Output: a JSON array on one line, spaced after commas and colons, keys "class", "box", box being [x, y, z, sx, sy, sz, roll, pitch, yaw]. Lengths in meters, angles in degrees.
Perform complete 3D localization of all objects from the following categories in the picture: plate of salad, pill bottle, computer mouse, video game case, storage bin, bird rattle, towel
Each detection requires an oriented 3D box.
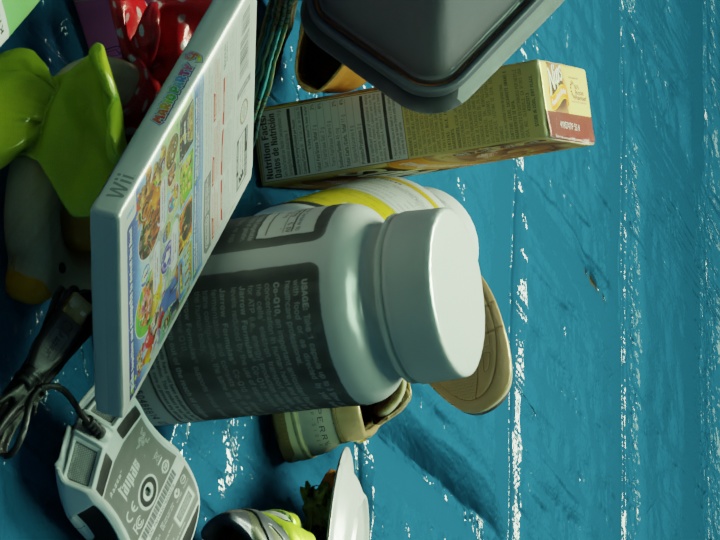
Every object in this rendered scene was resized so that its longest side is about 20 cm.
[{"class": "plate of salad", "box": [-0.024, 0.211, 1.786, 0.200, 0.048, 0.202, 4, 90, -86]}, {"class": "pill bottle", "box": [0.000, 0.000, 1.804, 0.200, 0.111, 0.113, -20, 102, -62]}, {"class": "computer mouse", "box": [-0.144, 0.099, 1.499, 0.110, 0.044, 0.200, -66, 149, -29]}, {"class": "video game case", "box": [-0.095, -0.042, 1.467, 0.201, 0.018, 0.144, -65, 165, -44]}, {"class": "storage bin", "box": [0.056, -0.223, 1.692, 0.200, 0.145, 0.135, -45, 160, -23]}, {"class": "bird rattle", "box": [-0.147, -0.069, 1.502, 0.200, 0.112, 0.164, -46, 148, -65]}, {"class": "pill bottle", "box": [-0.038, 0.023, 1.591, 0.114, 0.199, 0.115, -6, 90, -70]}, {"class": "towel", "box": [-0.040, -0.189, 1.774, 0.147, 0.022, 0.201, -73, -179, -46]}]

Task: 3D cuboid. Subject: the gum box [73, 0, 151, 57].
[{"class": "gum box", "box": [-0.108, -0.201, 1.661, 0.200, 0.066, 0.114, -67, 147, -55]}]

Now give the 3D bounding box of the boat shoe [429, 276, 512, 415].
[{"class": "boat shoe", "box": [0.051, 0.019, 1.947, 0.201, 0.072, 0.065, 56, 3, 28]}]

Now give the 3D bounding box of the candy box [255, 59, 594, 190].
[{"class": "candy box", "box": [0.042, -0.094, 1.851, 0.115, 0.199, 0.056, 1, 81, -70]}]

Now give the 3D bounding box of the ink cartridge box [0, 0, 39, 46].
[{"class": "ink cartridge box", "box": [-0.232, -0.139, 1.272, 0.200, 0.084, 0.147, -64, 142, -57]}]

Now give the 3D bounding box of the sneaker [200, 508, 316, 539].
[{"class": "sneaker", "box": [-0.068, 0.232, 1.654, 0.081, 0.073, 0.201, 28, 51, -55]}]

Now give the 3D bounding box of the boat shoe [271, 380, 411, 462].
[{"class": "boat shoe", "box": [0.000, 0.078, 1.873, 0.200, 0.066, 0.075, -50, 129, -66]}]

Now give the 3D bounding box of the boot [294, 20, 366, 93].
[{"class": "boot", "box": [0.019, -0.206, 1.822, 0.144, 0.070, 0.202, -33, 147, -80]}]
